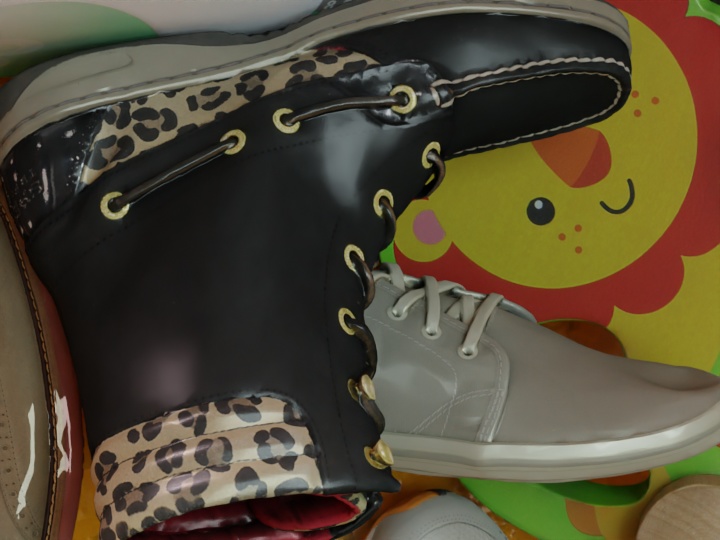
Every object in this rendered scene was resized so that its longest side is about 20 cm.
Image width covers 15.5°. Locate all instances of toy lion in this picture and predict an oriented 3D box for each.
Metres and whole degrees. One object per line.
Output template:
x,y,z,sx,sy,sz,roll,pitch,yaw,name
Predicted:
0.077,-0.010,0.883,0.191,0.069,0.201,22,104,6,toy lion

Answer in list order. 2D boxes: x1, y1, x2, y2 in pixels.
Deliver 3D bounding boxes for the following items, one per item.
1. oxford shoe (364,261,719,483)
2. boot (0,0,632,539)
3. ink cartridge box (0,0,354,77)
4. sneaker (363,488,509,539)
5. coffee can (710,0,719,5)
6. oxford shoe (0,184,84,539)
0.020,0.028,0.835,0.198,0.075,0.058,6,104,11,oxford shoe
-0.001,0.001,0.786,0.202,0.074,0.155,-10,65,-12,boot
-0.045,-0.095,0.766,0.160,0.199,0.051,-3,86,-37,ink cartridge box
0.063,0.166,0.879,0.075,0.092,0.201,-25,98,-23,sneaker
0.154,-0.205,0.895,0.146,0.146,0.201,37,69,-18,coffee can
-0.126,0.074,0.812,0.074,0.070,0.202,0,86,-17,oxford shoe
